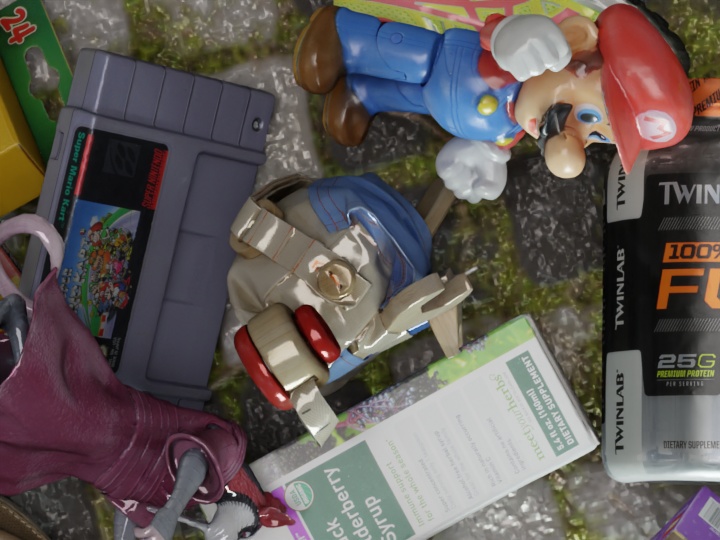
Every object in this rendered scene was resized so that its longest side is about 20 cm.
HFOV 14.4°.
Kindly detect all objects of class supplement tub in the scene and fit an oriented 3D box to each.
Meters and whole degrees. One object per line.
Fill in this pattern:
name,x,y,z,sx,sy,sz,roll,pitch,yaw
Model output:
supplement tub,0.183,0.008,1.451,0.122,0.123,0.201,0,85,5

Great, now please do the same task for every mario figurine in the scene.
mario figurine,0.065,-0.079,1.404,0.199,0.123,0.107,4,100,24

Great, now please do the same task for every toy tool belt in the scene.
toy tool belt,0.000,0.000,1.435,0.123,0.200,0.125,-34,98,7

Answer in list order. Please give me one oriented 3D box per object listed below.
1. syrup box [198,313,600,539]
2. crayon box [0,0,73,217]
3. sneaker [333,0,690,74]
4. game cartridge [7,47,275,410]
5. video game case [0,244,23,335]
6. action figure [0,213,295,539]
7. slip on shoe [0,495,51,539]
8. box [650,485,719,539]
syrup box,0.020,0.103,1.493,0.199,0.081,0.079,-29,88,4
crayon box,-0.246,-0.069,1.502,0.199,0.051,0.127,-30,57,4
sneaker,0.074,-0.125,1.491,0.199,0.078,0.091,22,94,15
game cartridge,-0.117,-0.007,1.485,0.038,0.129,0.201,15,93,39
video game case,-0.235,0.037,1.486,0.142,0.017,0.200,-29,128,5
action figure,-0.121,0.082,1.419,0.199,0.134,0.150,20,65,-25
slip on shoe,-0.153,0.198,1.520,0.076,0.061,0.200,-42,87,4
box,0.213,0.215,1.458,0.200,0.137,0.039,39,50,3
